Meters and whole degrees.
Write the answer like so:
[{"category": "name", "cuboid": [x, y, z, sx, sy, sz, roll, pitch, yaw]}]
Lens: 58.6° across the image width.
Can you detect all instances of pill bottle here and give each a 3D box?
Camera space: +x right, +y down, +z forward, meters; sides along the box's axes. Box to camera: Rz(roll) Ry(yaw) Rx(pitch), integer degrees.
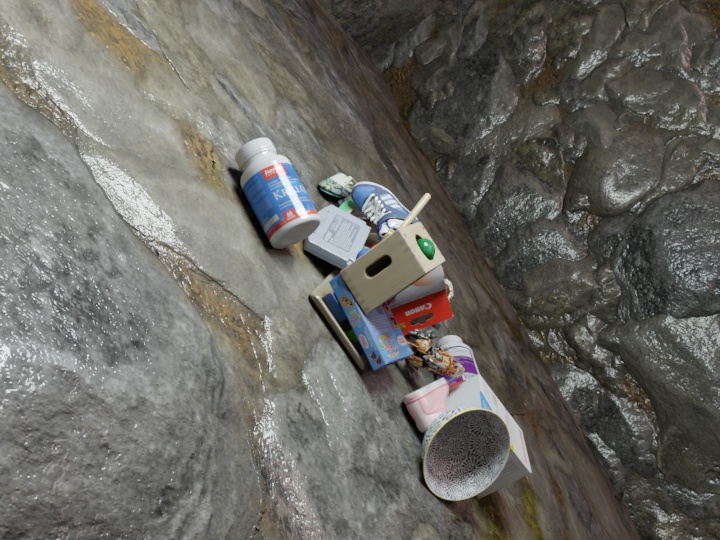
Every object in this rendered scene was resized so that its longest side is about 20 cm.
[{"category": "pill bottle", "cuboid": [-0.169, -0.155, 1.265, 0.202, 0.112, 0.112, 60, 19, 11]}, {"category": "pill bottle", "cuboid": [0.248, 0.265, 1.644, 0.112, 0.112, 0.201, 44, 22, -34]}]

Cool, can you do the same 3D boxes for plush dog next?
[{"category": "plush dog", "cuboid": [0.138, 0.057, 1.665, 0.173, 0.197, 0.162, -86, 173, -47]}]

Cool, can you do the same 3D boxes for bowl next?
[{"category": "bowl", "cuboid": [0.197, 0.354, 1.308, 0.201, 0.201, 0.094, 47, -4, -26]}]

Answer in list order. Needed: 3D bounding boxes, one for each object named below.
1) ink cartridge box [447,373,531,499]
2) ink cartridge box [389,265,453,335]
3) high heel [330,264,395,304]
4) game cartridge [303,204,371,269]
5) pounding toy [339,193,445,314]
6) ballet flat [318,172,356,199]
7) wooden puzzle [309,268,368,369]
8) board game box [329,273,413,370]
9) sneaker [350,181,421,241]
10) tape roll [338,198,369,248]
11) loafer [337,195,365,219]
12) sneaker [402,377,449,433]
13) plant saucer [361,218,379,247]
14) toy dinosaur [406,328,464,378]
[{"category": "ink cartridge box", "cuboid": [0.269, 0.377, 1.458, 0.201, 0.144, 0.148, 51, 19, -16]}, {"category": "ink cartridge box", "cuboid": [0.125, 0.054, 1.517, 0.050, 0.160, 0.202, -113, -177, -75]}, {"category": "high heel", "cuboid": [0.000, 0.000, 1.466, 0.201, 0.096, 0.067, 57, 18, 0]}, {"category": "game cartridge", "cuboid": [-0.054, -0.077, 1.450, 0.132, 0.041, 0.201, 30, 31, -3]}, {"category": "pounding toy", "cuboid": [0.078, -0.039, 1.314, 0.143, 0.199, 0.184, 56, 23, 4]}, {"category": "ballet flat", "cuboid": [-0.051, -0.231, 1.753, 0.075, 0.074, 0.200, 61, 16, 12]}, {"category": "wooden puzzle", "cuboid": [-0.017, 0.091, 1.354, 0.186, 0.046, 0.200, 55, 18, -6]}, {"category": "board game box", "cuboid": [0.025, 0.100, 1.330, 0.202, 0.036, 0.151, 62, 23, 13]}, {"category": "sneaker", "cuboid": [0.050, -0.129, 1.506, 0.199, 0.081, 0.147, 36, 24, 1]}, {"category": "tape roll", "cuboid": [0.027, -0.092, 1.582, 0.198, 0.048, 0.202, 11, 52, -14]}, {"category": "loafer", "cuboid": [0.008, -0.113, 1.704, 0.202, 0.062, 0.072, 61, -3, 15]}, {"category": "sneaker", "cuboid": [0.161, 0.304, 1.422, 0.106, 0.075, 0.200, 63, 22, 11]}, {"category": "plant saucer", "cuboid": [0.040, -0.041, 1.602, 0.198, 0.037, 0.202, 11, 52, -14]}, {"category": "toy dinosaur", "cuboid": [0.144, 0.185, 1.482, 0.200, 0.102, 0.136, 45, 4, -5]}]
